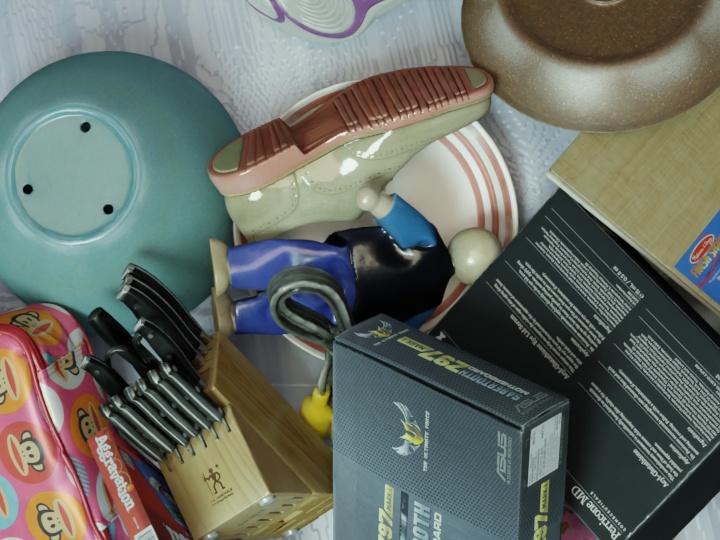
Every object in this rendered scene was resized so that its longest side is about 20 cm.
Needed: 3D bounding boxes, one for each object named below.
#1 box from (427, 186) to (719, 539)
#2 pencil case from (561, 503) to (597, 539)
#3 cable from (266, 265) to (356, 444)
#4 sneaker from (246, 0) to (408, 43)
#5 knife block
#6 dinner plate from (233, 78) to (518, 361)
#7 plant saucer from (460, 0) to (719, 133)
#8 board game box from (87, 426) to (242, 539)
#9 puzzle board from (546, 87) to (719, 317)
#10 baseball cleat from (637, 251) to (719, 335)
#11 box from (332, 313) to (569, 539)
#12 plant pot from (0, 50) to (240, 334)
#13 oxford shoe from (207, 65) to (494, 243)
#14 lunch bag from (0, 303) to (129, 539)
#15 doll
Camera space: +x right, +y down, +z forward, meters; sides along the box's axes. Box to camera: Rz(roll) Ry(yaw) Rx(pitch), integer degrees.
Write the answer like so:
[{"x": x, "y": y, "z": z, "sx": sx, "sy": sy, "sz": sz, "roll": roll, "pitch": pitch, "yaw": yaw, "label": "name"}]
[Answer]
[{"x": 0.159, "y": 0.068, "z": 1.192, "sx": 0.141, "sy": 0.079, "sz": 0.200, "roll": -46, "pitch": 62, "yaw": 10, "label": "box"}, {"x": 0.107, "y": 0.167, "z": 1.228, "sx": 0.200, "sy": 0.087, "sz": 0.083, "roll": 45, "pitch": 63, "yaw": 8, "label": "pencil case"}, {"x": -0.006, "y": 0.065, "z": 1.205, "sx": 0.096, "sy": 0.200, "sz": 0.051, "roll": -6, "pitch": 59, "yaw": 4, "label": "cable"}, {"x": 0.014, "y": -0.216, "z": 1.273, "sx": 0.198, "sy": 0.100, "sz": 0.075, "roll": -10, "pitch": 120, "yaw": 22, "label": "sneaker"}, {"x": -0.098, "y": 0.086, "z": 1.197, "sx": 0.064, "sy": 0.200, "sz": 0.177, "roll": -32, "pitch": 72, "yaw": 18, "label": "knife block"}, {"x": 0.011, "y": -0.032, "z": 1.268, "sx": 0.198, "sy": 0.024, "sz": 0.202, "roll": 0, "pitch": 95, "yaw": -3, "label": "dinner plate"}, {"x": 0.165, "y": -0.186, "z": 1.227, "sx": 0.198, "sy": 0.037, "sz": 0.202, "roll": -4, "pitch": 59, "yaw": 7, "label": "plant saucer"}, {"x": -0.105, "y": 0.182, "z": 1.177, "sx": 0.019, "sy": 0.200, "sz": 0.103, "roll": -33, "pitch": 55, "yaw": 4, "label": "board game box"}, {"x": 0.235, "y": -0.078, "z": 1.226, "sx": 0.150, "sy": 0.017, "sz": 0.200, "roll": 40, "pitch": 61, "yaw": 5, "label": "puzzle board"}, {"x": 0.215, "y": 0.050, "z": 1.249, "sx": 0.106, "sy": 0.070, "sz": 0.201, "roll": 28, "pitch": 86, "yaw": 20, "label": "baseball cleat"}, {"x": 0.053, "y": 0.146, "z": 1.153, "sx": 0.157, "sy": 0.051, "sz": 0.202, "roll": 25, "pitch": 125, "yaw": 38, "label": "box"}, {"x": -0.179, "y": -0.058, "z": 1.240, "sx": 0.198, "sy": 0.135, "sz": 0.202, "roll": 0, "pitch": 87, "yaw": 4, "label": "plant pot"}, {"x": 0.000, "y": -0.079, "z": 1.226, "sx": 0.198, "sy": 0.071, "sz": 0.074, "roll": -20, "pitch": 119, "yaw": 4, "label": "oxford shoe"}, {"x": -0.249, "y": 0.132, "z": 1.242, "sx": 0.175, "sy": 0.082, "sz": 0.202, "roll": -16, "pitch": 98, "yaw": 26, "label": "lunch bag"}, {"x": 0.000, "y": 0.000, "z": 1.221, "sx": 0.198, "sy": 0.049, "sz": 0.137, "roll": -6, "pitch": 126, "yaw": -9, "label": "doll"}]
